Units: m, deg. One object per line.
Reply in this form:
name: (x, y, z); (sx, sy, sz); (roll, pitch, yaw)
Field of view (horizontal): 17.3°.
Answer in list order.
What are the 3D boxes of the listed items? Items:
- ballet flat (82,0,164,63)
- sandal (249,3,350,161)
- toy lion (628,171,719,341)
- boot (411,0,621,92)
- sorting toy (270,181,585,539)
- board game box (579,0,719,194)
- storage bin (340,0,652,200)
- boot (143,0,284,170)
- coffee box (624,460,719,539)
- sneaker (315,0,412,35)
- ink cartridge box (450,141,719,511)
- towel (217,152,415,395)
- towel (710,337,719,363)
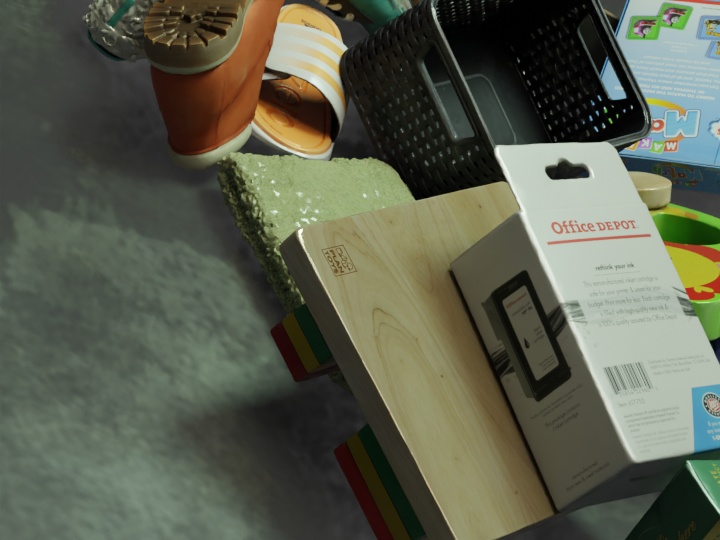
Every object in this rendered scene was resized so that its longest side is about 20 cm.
ballet flat: (-0.123, -0.200, 1.632); (0.072, 0.072, 0.200); (33, 31, 3)
sandal: (-0.041, -0.148, 1.633); (0.079, 0.059, 0.207); (24, 32, -11)
toy lion: (0.184, -0.002, 1.528); (0.200, 0.069, 0.191); (-13, 25, -42)
boot: (0.131, -0.193, 1.838); (0.199, 0.074, 0.076); (11, 27, -26)
sorting toy: (0.053, 0.063, 1.366); (0.198, 0.070, 0.200); (-14, 71, -48)
board game box: (0.259, -0.147, 1.767); (0.151, 0.037, 0.200); (9, 54, 21)
storage bin: (0.096, -0.122, 1.637); (0.200, 0.094, 0.136); (-17, 81, -50)
boot: (-0.091, -0.146, 1.554); (0.075, 0.108, 0.200); (4, 32, 15)
coffee box: (0.237, 0.164, 1.375); (0.200, 0.123, 0.044); (4, 43, -38)
sneaker: (-0.043, -0.229, 1.729); (0.200, 0.080, 0.071); (48, -7, -20)
ink cartridge box: (0.131, 0.029, 1.358); (0.116, 0.068, 0.201); (-4, 65, -45)
towel: (0.000, 0.000, 1.483); (0.148, 0.037, 0.200); (1, 44, -38)
towel: (0.295, 0.121, 1.514); (0.199, 0.024, 0.145); (16, 66, -25)
